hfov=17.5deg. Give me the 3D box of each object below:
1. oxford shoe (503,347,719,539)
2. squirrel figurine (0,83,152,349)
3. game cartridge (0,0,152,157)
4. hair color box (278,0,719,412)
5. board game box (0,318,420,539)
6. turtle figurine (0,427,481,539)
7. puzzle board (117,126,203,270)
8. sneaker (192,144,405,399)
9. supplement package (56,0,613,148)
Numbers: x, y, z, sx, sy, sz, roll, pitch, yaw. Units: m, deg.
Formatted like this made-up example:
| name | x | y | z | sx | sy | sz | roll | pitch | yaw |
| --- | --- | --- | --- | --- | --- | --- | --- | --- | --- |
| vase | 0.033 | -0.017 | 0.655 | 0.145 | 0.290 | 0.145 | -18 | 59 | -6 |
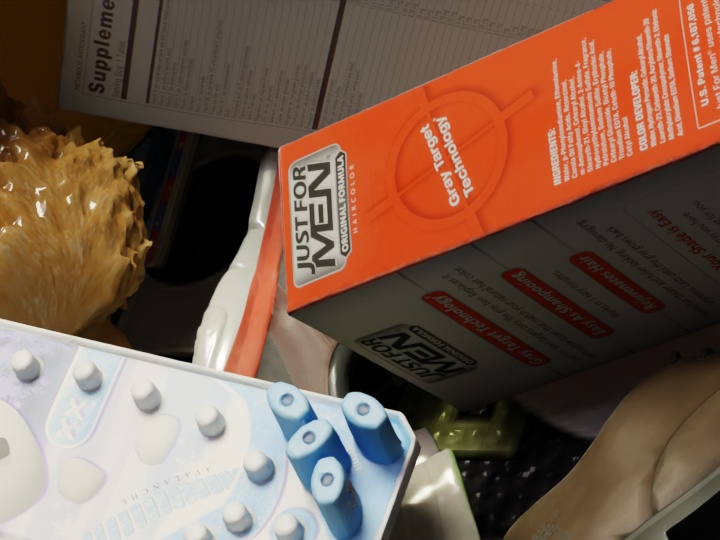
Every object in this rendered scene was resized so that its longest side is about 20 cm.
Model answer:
| name | x | y | z | sx | sy | sz | roll | pitch | yaw |
| --- | --- | --- | --- | --- | --- | --- | --- | --- | --- |
| oxford shoe | 0.119 | 0.042 | 0.669 | 0.199 | 0.073 | 0.085 | -35 | 40 | 5 |
| squirrel figurine | -0.142 | 0.020 | 0.811 | 0.187 | 0.140 | 0.202 | -138 | 61 | -66 |
| game cartridge | -0.170 | -0.088 | 0.911 | 0.200 | 0.032 | 0.177 | -39 | 79 | 23 |
| hair color box | 0.083 | -0.027 | 0.682 | 0.199 | 0.101 | 0.062 | -22 | 58 | 29 |
| board game box | -0.108 | 0.102 | 0.615 | 0.198 | 0.026 | 0.201 | 12 | 64 | 21 |
| turtle figurine | -0.051 | 0.129 | 0.686 | 0.192 | 0.144 | 0.201 | -18 | 59 | -3 |
| puzzle board | -0.102 | -0.108 | 0.935 | 0.150 | 0.017 | 0.202 | 12 | 84 | 46 |
| sneaker | 0.000 | 0.000 | 0.810 | 0.081 | 0.077 | 0.201 | 13 | 50 | 6 |
| supplement package | 0.007 | -0.112 | 0.781 | 0.198 | 0.114 | 0.110 | 10 | 51 | -5 |
